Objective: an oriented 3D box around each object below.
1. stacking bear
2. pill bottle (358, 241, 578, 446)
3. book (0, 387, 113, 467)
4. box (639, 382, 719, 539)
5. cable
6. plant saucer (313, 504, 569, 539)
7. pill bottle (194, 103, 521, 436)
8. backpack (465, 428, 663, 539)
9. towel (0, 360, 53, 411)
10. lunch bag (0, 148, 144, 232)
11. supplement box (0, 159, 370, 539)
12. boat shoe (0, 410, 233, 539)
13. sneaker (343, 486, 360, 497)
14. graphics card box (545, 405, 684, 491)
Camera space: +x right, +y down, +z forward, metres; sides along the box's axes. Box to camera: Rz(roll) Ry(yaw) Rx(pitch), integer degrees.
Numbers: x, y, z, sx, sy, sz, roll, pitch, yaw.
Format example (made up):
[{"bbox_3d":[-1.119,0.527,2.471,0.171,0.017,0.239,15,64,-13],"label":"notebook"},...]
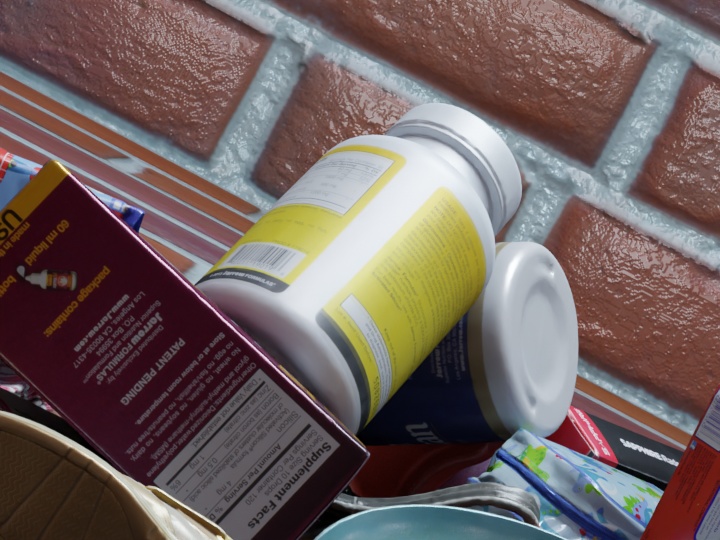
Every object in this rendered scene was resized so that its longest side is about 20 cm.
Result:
[{"bbox_3d":[0.065,0.127,1.649,0.114,0.121,0.200,54,9,36],"label":"stacking bear"},{"bbox_3d":[0.013,0.044,1.522,0.200,0.111,0.111,-3,-10,27],"label":"pill bottle"},{"bbox_3d":[-0.185,0.076,1.191,0.200,0.048,0.134,28,5,-34],"label":"book"},{"bbox_3d":[0.193,0.169,1.322,0.095,0.200,0.100,22,7,-35],"label":"box"},{"bbox_3d":[0.010,0.134,1.342,0.200,0.097,0.050,23,17,-8],"label":"cable"},{"bbox_3d":[0.064,0.175,1.244,0.200,0.027,0.200,15,25,-7],"label":"plant saucer"},{"bbox_3d":[0.000,0.000,1.392,0.112,0.112,0.200,29,49,18],"label":"pill bottle"},{"bbox_3d":[0.131,0.171,1.455,0.200,0.154,0.163,10,18,-25],"label":"backpack"},{"bbox_3d":[-0.239,0.033,1.395,0.146,0.030,0.200,28,5,9],"label":"towel"},{"bbox_3d":[-0.205,-0.010,1.489,0.150,0.094,0.200,23,-7,-2],"label":"lunch bag"},{"bbox_3d":[-0.095,0.049,1.256,0.200,0.086,0.110,43,-3,0],"label":"supplement box"},{"bbox_3d":[-0.088,0.124,1.063,0.200,0.074,0.069,37,2,-1],"label":"boat shoe"},{"bbox_3d":[-0.041,0.084,1.457,0.200,0.112,0.073,25,6,-26],"label":"sneaker"},{"bbox_3d":[0.149,0.159,1.608,0.200,0.125,0.051,23,25,-44],"label":"graphics card box"}]
